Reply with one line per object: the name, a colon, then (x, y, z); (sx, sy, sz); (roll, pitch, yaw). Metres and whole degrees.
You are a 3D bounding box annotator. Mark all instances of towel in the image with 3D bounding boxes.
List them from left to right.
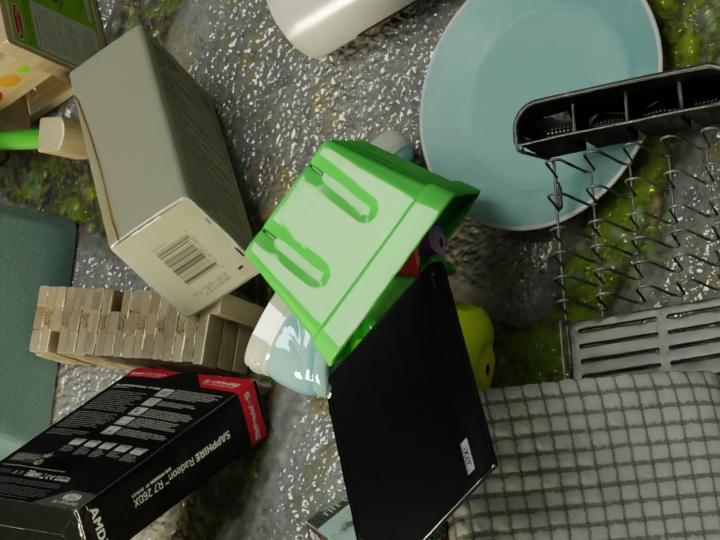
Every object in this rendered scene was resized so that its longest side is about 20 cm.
towel: (0.145, 0.157, 1.567); (0.199, 0.086, 0.167); (-6, 67, -10)

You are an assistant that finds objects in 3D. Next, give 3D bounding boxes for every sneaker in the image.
sneaker: (0.000, 0.000, 1.804); (0.082, 0.074, 0.201); (30, 93, 13)

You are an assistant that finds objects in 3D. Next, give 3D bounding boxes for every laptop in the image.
laptop: (0.044, 0.132, 1.536); (0.103, 0.200, 0.178); (-19, 43, 6)

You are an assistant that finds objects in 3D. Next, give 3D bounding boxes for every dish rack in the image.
dish rack: (0.185, -0.022, 1.643); (0.153, 0.055, 0.201); (-11, 73, 24)

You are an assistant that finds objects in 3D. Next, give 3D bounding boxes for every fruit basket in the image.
fruit basket: (0.034, 0.017, 1.666); (0.156, 0.215, 0.216); (-53, 52, 7)

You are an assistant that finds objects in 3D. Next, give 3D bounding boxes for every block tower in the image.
block tower: (-0.166, 0.046, 1.918); (0.199, 0.054, 0.058); (0, 77, 38)

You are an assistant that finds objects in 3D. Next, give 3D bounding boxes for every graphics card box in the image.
graphics card box: (-0.175, 0.137, 1.815); (0.125, 0.200, 0.051); (4, 116, 38)

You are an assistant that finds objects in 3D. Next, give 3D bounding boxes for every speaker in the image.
speaker: (0.027, -0.232, 1.835); (0.199, 0.081, 0.082); (-28, 61, 28)

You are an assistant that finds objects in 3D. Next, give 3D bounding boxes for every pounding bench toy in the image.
pounding bench toy: (-0.297, -0.147, 2.033); (0.156, 0.124, 0.201); (-31, 60, 27)

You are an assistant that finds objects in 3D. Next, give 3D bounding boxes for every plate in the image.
plate: (0.128, -0.122, 1.758); (0.199, 0.026, 0.201); (-12, 70, 35)

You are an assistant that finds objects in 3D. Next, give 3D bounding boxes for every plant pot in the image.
plant pot: (-0.371, 0.035, 1.987); (0.196, 0.200, 0.197); (-3, 75, 38)

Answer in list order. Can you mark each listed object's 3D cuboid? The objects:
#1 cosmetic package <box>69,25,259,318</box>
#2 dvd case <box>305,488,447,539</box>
cosmetic package: (-0.145, -0.074, 1.872); (0.073, 0.104, 0.201); (-33, 43, 13)
dvd case: (0.080, 0.175, 1.653); (0.146, 0.022, 0.200); (-36, 45, -23)
